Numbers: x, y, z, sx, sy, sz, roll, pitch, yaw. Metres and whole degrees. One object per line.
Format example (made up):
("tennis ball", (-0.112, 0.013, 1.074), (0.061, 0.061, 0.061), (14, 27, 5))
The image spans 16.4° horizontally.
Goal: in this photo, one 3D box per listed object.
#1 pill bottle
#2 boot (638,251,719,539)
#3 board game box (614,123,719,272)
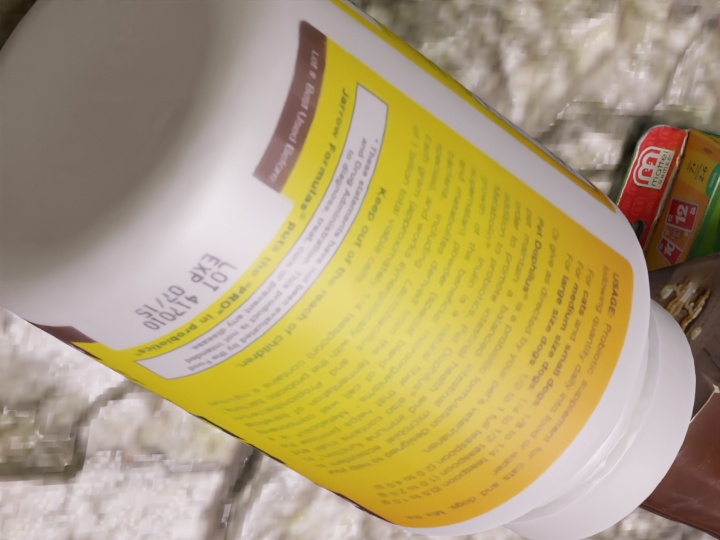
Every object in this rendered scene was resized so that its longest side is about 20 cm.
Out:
("pill bottle", (0.000, 0.000, 0.650), (0.200, 0.109, 0.109), (33, 92, -39))
("boot", (0.173, 0.025, 0.778), (0.200, 0.064, 0.186), (36, 91, -36))
("board game box", (0.154, 0.015, 0.813), (0.200, 0.030, 0.096), (11, 106, -34))
